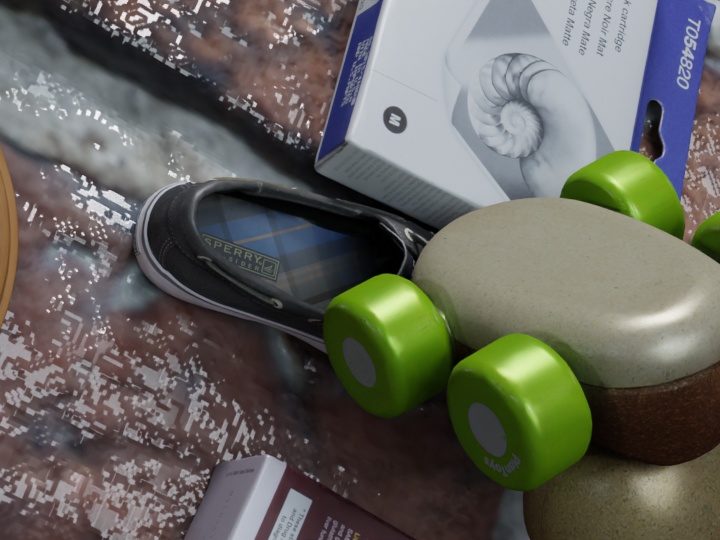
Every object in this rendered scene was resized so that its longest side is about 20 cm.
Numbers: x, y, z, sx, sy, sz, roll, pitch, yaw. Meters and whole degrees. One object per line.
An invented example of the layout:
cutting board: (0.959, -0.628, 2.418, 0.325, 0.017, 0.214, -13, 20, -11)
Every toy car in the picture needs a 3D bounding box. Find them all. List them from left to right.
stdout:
toy car: (0.099, 0.079, 0.780, 0.163, 0.157, 0.202, -27, 121, -28)

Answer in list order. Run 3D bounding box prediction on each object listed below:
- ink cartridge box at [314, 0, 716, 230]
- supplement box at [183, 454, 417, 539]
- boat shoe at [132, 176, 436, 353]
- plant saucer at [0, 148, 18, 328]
ink cartridge box: (0.090, -0.097, 0.883, 0.199, 0.041, 0.201, 24, 63, -22)
supplement box: (0.008, 0.174, 0.797, 0.199, 0.061, 0.110, 33, 68, -18)
boat shoe: (0.000, 0.000, 0.819, 0.199, 0.066, 0.071, 20, 73, -22)
plant saucer: (-0.228, -0.018, 0.724, 0.198, 0.037, 0.202, 5, 78, -26)
